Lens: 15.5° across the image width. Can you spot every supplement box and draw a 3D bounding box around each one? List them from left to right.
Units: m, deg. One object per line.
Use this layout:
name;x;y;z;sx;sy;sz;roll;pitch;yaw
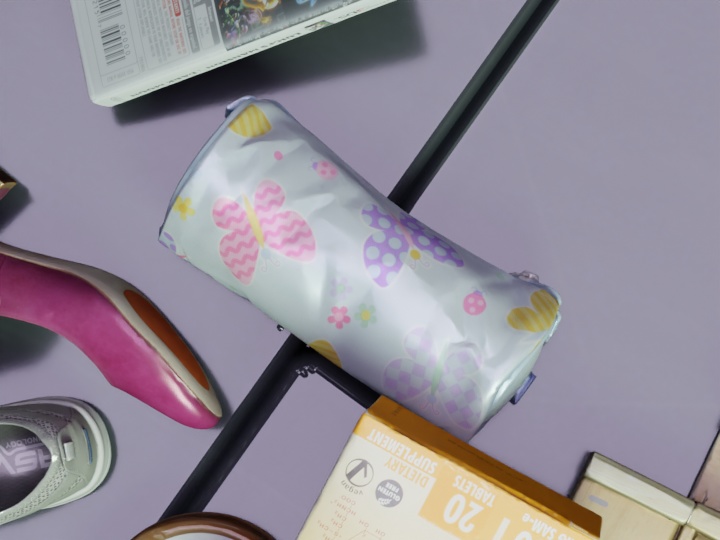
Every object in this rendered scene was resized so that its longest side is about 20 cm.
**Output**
supplement box;0.013;0.177;1.234;0.126;0.074;0.201;28;96;4

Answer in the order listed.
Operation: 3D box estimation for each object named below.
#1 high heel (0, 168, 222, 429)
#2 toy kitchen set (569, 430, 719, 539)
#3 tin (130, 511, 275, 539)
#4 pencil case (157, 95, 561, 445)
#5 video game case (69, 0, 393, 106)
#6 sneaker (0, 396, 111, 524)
high heel;-0.162;0.031;1.308;0.200;0.067;0.096;43;96;11
toy kitchen set;0.201;0.125;1.226;0.199;0.180;0.164;26;87;4
tin;-0.046;0.205;1.302;0.200;0.042;0.112;42;85;4
pencil case;0.000;0.000;1.289;0.199;0.083;0.091;34;95;4
video game case;-0.072;-0.201;1.282;0.181;0.023;0.201;-18;77;25
sneaker;-0.224;0.102;1.291;0.199;0.082;0.075;-19;86;1
